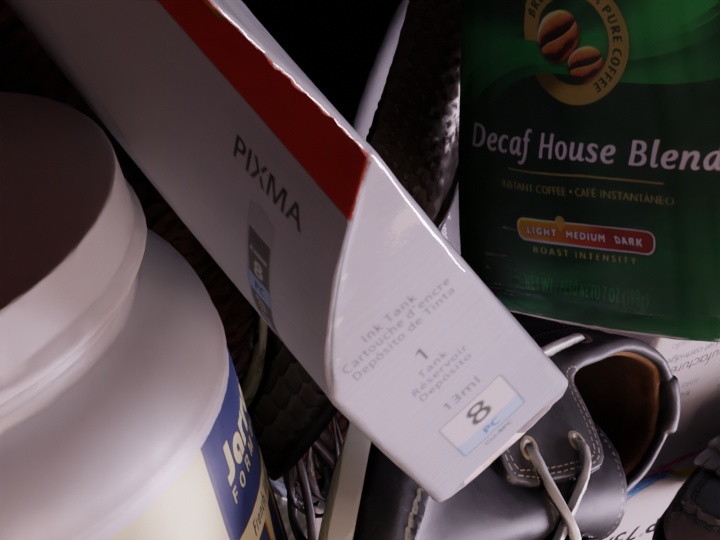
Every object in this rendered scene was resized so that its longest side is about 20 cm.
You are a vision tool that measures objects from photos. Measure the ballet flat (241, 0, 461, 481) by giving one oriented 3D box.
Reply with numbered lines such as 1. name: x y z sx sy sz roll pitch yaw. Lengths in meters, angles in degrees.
1. ballet flat: 0.009 -0.042 0.685 0.201 0.046 0.067 -65 -172 1

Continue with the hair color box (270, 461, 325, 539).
1. hair color box: -0.109 0.115 0.797 0.200 0.061 0.099 -46 148 9

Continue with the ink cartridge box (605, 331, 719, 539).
1. ink cartridge box: 0.101 0.050 0.927 0.116 0.067 0.201 -20 143 -32

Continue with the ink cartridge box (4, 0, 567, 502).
1. ink cartridge box: -0.045 -0.046 0.564 0.047 0.160 0.200 -42 148 2

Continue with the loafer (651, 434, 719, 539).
1. loafer: 0.166 0.059 0.895 0.199 0.072 0.063 -14 121 -51

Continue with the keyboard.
1. keyboard: 0.000 0.000 0.765 0.104 0.039 0.201 -40 136 -34

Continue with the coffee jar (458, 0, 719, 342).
1. coffee jar: 0.070 -0.090 0.610 0.085 0.104 0.201 -19 110 -45

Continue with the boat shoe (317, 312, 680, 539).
1. boat shoe: 0.037 0.051 0.699 0.200 0.067 0.072 -30 132 -68

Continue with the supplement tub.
1. supplement tub: -0.090 0.073 0.640 0.144 0.145 0.201 -27 124 -18
